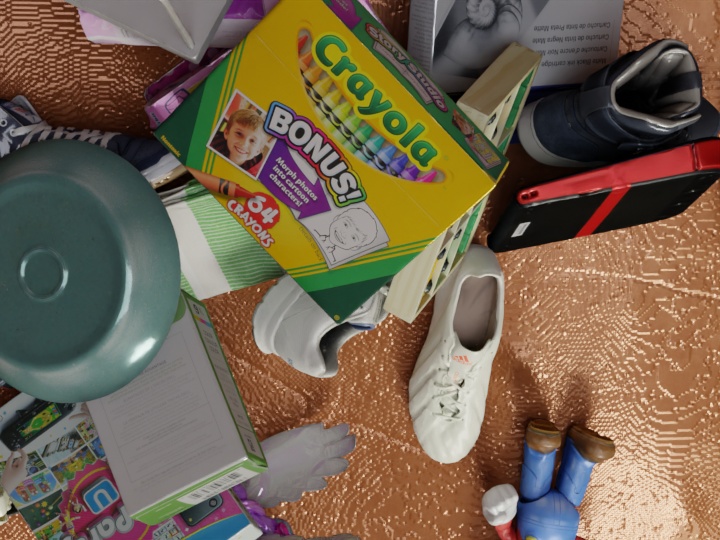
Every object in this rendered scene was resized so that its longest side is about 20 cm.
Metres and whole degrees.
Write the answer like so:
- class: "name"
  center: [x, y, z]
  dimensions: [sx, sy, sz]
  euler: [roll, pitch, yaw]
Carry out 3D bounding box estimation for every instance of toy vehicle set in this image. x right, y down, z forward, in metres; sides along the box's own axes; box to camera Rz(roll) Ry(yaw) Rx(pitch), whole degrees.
- class: "toy vehicle set"
  center: [0.079, -0.068, 1.419]
  dimensions: [0.026, 0.124, 0.201]
  euler: [27, 127, 11]

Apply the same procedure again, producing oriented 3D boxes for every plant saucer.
- class: "plant saucer"
  center: [-0.232, 0.001, 1.371]
  dimensions: [0.199, 0.036, 0.201]
  euler: [1, 92, 19]

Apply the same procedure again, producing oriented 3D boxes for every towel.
- class: "towel"
  center: [-0.145, -0.014, 1.459]
  dimensions: [0.199, 0.023, 0.153]
  euler: [-18, 145, 4]

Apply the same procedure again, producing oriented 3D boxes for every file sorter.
- class: "file sorter"
  center: [-0.138, -0.280, 1.290]
  dimensions: [0.138, 0.125, 0.201]
  euler: [26, 81, 11]

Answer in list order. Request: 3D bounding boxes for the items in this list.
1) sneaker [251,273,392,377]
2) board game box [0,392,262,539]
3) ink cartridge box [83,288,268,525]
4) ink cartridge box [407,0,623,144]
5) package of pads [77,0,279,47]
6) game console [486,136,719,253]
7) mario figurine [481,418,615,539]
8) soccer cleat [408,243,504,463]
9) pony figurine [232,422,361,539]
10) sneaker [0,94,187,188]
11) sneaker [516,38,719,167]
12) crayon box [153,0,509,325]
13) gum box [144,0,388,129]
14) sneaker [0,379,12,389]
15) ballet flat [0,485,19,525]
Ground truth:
- class: "sneaker"
  center: [0.000, 0.000, 1.468]
  dimensions: [0.201, 0.087, 0.074]
  euler: [-56, 146, 4]
- class: "board game box"
  center: [-0.195, 0.170, 1.455]
  dimensions: [0.147, 0.064, 0.200]
  euler: [-36, 75, -6]
- class: "ink cartridge box"
  center: [-0.158, 0.082, 1.407]
  dimensions: [0.103, 0.059, 0.201]
  euler: [-27, 72, 8]
- class: "ink cartridge box"
  center: [0.125, -0.192, 1.459]
  dimensions: [0.199, 0.041, 0.201]
  euler: [-9, 112, -33]
- class: "package of pads"
  center: [-0.109, -0.230, 1.379]
  dimensions: [0.199, 0.076, 0.121]
  euler: [2, 80, 6]
- class: "game console"
  center: [0.196, -0.060, 1.477]
  dimensions: [0.176, 0.200, 0.031]
  euler: [-11, 80, -4]
- class: "mario figurine"
  center: [0.171, 0.240, 1.606]
  dimensions: [0.123, 0.106, 0.201]
  euler: [14, 99, 21]
- class: "soccer cleat"
  center: [0.084, 0.077, 1.555]
  dimensions: [0.069, 0.078, 0.201]
  euler: [4, 107, -12]
- class: "pony figurine"
  center: [-0.091, 0.228, 1.548]
  dimensions: [0.192, 0.167, 0.201]
  euler: [-6, 124, 0]
- class: "sneaker"
  center: [-0.227, -0.097, 1.421]
  dimensions: [0.199, 0.070, 0.109]
  euler: [-18, 94, 15]
- class: "sneaker"
  center: [0.247, -0.129, 1.458]
  dimensions: [0.201, 0.146, 0.077]
  euler: [-6, 78, -34]
- class: "crayon box"
  center: [-0.022, -0.090, 1.328]
  dimensions: [0.200, 0.058, 0.172]
  euler: [46, 119, -5]
- class: "gum box"
  center: [-0.067, -0.145, 1.462]
  dimensions: [0.200, 0.066, 0.114]
  euler: [-35, 111, 2]
- class: "sneaker"
  center: [-0.341, 0.019, 1.449]
  dimensions: [0.200, 0.096, 0.079]
  euler: [42, 96, -20]
- class: "ballet flat"
  center: [-0.285, 0.174, 1.524]
  dimensions: [0.199, 0.068, 0.068]
  euler: [-17, 111, -4]
